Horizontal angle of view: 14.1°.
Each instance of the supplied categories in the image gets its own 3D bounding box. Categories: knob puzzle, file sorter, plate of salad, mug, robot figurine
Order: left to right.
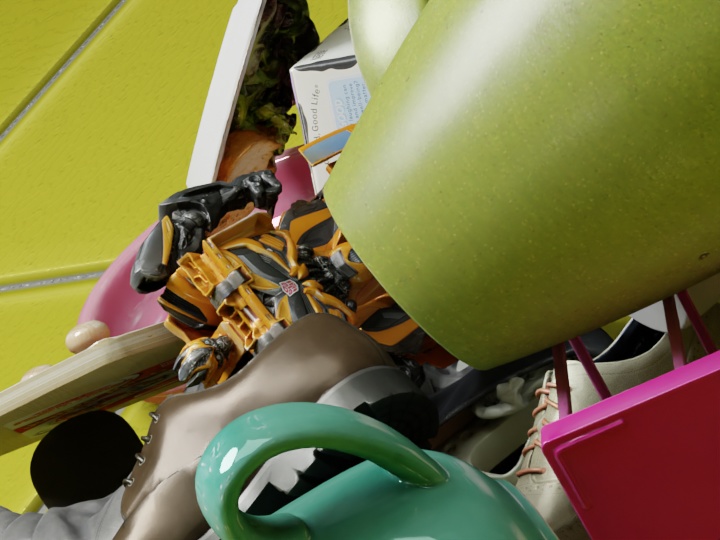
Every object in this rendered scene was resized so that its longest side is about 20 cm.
[{"bbox_3d":[-0.104,0.035,1.301,0.220,0.030,0.220,-21,-6,-2],"label":"knob puzzle"},{"bbox_3d":[-0.049,-0.088,1.465,0.048,0.200,0.200,15,34,0],"label":"plate of salad"},{"bbox_3d":[0.000,0.000,1.231,0.200,0.145,0.058,-28,-19,-41],"label":"robot figurine"},{"bbox_3d":[0.025,0.134,1.053,0.114,0.185,0.152,-30,59,-8],"label":"mug"},{"bbox_3d":[0.184,0.049,1.088,0.200,0.139,0.125,-24,25,13],"label":"file sorter"}]

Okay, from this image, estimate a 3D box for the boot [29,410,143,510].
[{"bbox_3d":[-0.087,0.149,1.286,0.074,0.075,0.200,-26,41,-1],"label":"boot"}]

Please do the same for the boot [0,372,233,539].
[{"bbox_3d":[-0.115,0.107,1.238,0.132,0.070,0.200,2,54,35],"label":"boot"}]

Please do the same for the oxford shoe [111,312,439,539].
[{"bbox_3d":[-0.063,0.097,1.139,0.200,0.073,0.084,-43,54,3],"label":"oxford shoe"}]

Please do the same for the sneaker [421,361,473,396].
[{"bbox_3d":[0.005,0.055,1.331,0.200,0.083,0.071,-30,26,0],"label":"sneaker"}]

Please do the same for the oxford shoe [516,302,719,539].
[{"bbox_3d":[0.085,0.079,1.202,0.200,0.074,0.071,-43,17,-29],"label":"oxford shoe"}]

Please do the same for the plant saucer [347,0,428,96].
[{"bbox_3d":[0.094,-0.111,1.271,0.200,0.200,0.031,-44,-3,-27],"label":"plant saucer"}]

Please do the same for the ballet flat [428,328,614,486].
[{"bbox_3d":[0.037,0.089,1.254,0.200,0.073,0.073,-34,26,-14],"label":"ballet flat"}]

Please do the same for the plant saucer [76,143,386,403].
[{"bbox_3d":[-0.051,0.007,1.515,0.200,0.051,0.201,-23,27,12],"label":"plant saucer"}]

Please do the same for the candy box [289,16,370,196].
[{"bbox_3d":[0.081,-0.098,1.432,0.200,0.072,0.168,-10,13,12],"label":"candy box"}]

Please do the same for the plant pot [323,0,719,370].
[{"bbox_3d":[0.090,-0.061,1.067,0.200,0.187,0.187,-42,23,12],"label":"plant pot"}]

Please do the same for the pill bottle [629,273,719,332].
[{"bbox_3d":[0.173,-0.067,1.200,0.200,0.111,0.111,-41,27,-19],"label":"pill bottle"}]
